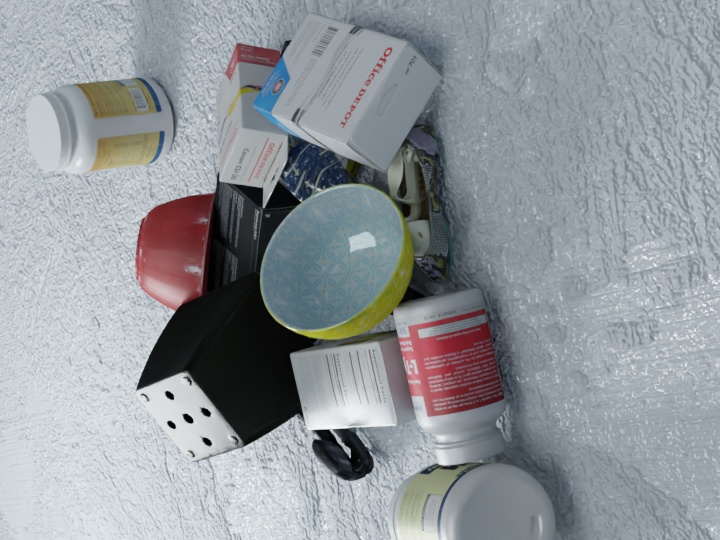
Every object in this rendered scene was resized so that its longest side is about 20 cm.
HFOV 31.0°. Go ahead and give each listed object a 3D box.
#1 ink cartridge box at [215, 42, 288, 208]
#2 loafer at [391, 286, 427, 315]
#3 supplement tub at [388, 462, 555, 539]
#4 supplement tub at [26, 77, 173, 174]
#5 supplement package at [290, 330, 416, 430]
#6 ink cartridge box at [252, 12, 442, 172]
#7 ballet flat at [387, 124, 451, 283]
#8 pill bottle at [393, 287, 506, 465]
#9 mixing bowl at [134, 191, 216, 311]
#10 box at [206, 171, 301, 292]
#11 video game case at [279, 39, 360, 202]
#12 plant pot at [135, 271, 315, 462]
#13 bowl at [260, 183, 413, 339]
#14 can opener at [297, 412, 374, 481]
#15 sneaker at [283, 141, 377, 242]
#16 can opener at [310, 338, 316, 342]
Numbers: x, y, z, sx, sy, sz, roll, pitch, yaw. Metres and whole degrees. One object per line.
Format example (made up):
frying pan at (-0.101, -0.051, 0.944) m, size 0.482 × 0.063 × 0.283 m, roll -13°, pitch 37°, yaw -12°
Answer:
ink cartridge box at (-0.150, -0.197, 1.771) m, size 0.116 × 0.067 × 0.200 m, roll 120°, pitch 150°, yaw -47°
loafer at (0.000, 0.000, 1.676) m, size 0.200 × 0.068 × 0.070 m, roll 26°, pitch 104°, yaw 13°
supplement tub at (0.127, 0.303, 1.561) m, size 0.200 × 0.145 × 0.145 m, roll -17°, pitch 86°, yaw 67°
supplement tub at (-0.419, -0.233, 2.090) m, size 0.145 × 0.200 × 0.145 m, roll 19°, pitch 114°, yaw 49°
supplement package at (0.017, 0.141, 1.702) m, size 0.200 × 0.114 × 0.110 m, roll -12°, pitch 91°, yaw 52°
ink cartridge box at (-0.019, -0.224, 1.612) m, size 0.200 × 0.086 × 0.146 m, roll 28°, pitch 84°, yaw 44°
ballet flat at (0.066, -0.079, 1.611) m, size 0.072 × 0.072 × 0.200 m, roll 4°, pitch 104°, yaw 52°
pill bottle at (0.113, 0.128, 1.572) m, size 0.112 × 0.112 × 0.200 m, roll -13°, pitch 89°, yaw 53°
mixing bowl at (-0.281, -0.027, 1.966) m, size 0.200 × 0.108 × 0.200 m, roll -173°, pitch 90°, yaw -88°
box at (-0.155, -0.030, 1.899) m, size 0.141 × 0.079 × 0.200 m, roll 42°, pitch 132°, yaw 48°
video game case at (-0.069, -0.187, 1.791) m, size 0.200 × 0.025 × 0.181 m, roll 50°, pitch 135°, yaw 32°
plant pot at (-0.192, 0.152, 1.817) m, size 0.200 × 0.177 × 0.200 m, roll -22°, pitch 109°, yaw 45°
bowl at (-0.011, 0.006, 1.580) m, size 0.200 × 0.108 × 0.200 m, roll -16°, pitch 55°, yaw 25°
can opener at (-0.043, 0.226, 1.850) m, size 0.063 × 0.079 × 0.200 m, roll -42°, pitch 43°, yaw 5°
sneaker at (-0.023, -0.091, 1.700) m, size 0.077 × 0.085 × 0.200 m, roll -47°, pitch 65°, yaw 0°
can opener at (-0.046, 0.042, 1.801) m, size 0.063 × 0.079 × 0.200 m, roll 25°, pitch 134°, yaw -3°
